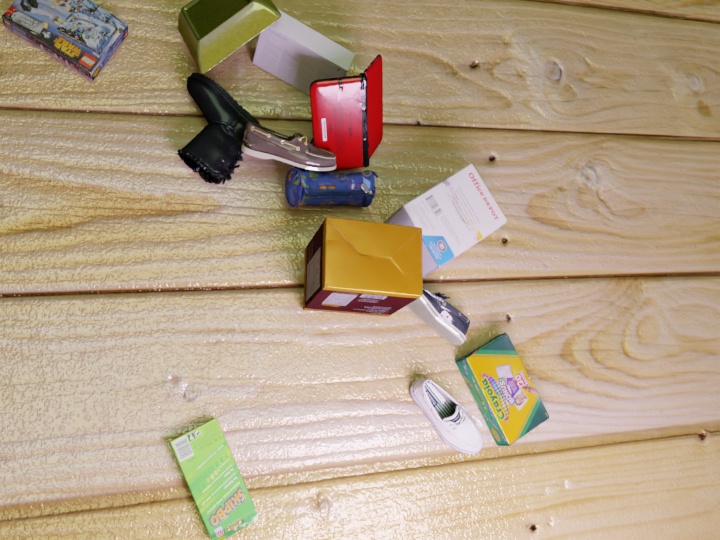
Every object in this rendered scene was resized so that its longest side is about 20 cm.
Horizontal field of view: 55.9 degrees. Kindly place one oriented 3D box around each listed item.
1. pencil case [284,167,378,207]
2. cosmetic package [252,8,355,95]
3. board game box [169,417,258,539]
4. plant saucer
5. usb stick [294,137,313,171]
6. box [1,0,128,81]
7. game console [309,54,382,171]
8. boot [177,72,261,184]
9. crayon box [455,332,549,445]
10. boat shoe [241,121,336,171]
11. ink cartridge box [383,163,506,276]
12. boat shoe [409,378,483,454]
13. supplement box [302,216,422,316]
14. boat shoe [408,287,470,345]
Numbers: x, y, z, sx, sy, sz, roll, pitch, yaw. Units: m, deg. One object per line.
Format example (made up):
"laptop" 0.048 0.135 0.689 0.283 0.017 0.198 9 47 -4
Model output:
"pencil case" -0.057 -0.170 1.412 0.196 0.086 0.080 -3 106 -29
"cosmetic package" -0.124 -0.451 1.442 0.197 0.151 0.053 28 70 -9
"board game box" -0.270 0.388 1.255 0.094 0.030 0.203 -23 82 -20
"plant saucer" -0.281 -0.521 1.377 0.198 0.048 0.202 -34 52 3
"usb stick" -0.095 -0.247 1.465 0.055 0.032 0.203 35 69 -17
"box" -0.590 -0.493 1.366 0.198 0.040 0.139 32 68 -8
"game console" -0.024 -0.330 1.428 0.168 0.203 0.120 -8 39 -7
"boot" -0.312 -0.285 1.386 0.197 0.073 0.164 39 68 -10
"crayon box" 0.302 0.254 1.450 0.117 0.058 0.203 -25 85 -21
"boat shoe" -0.139 -0.249 1.367 0.195 0.072 0.061 12 112 -8
"ink cartridge box" 0.178 -0.100 1.453 0.198 0.145 0.149 -30 87 -21
"boat shoe" 0.182 0.303 1.396 0.199 0.067 0.074 42 69 -4
"supplement box" 0.000 0.000 1.342 0.192 0.200 0.136 5 74 -16
"boat shoe" 0.157 0.075 1.443 0.199 0.074 0.063 41 67 -11
